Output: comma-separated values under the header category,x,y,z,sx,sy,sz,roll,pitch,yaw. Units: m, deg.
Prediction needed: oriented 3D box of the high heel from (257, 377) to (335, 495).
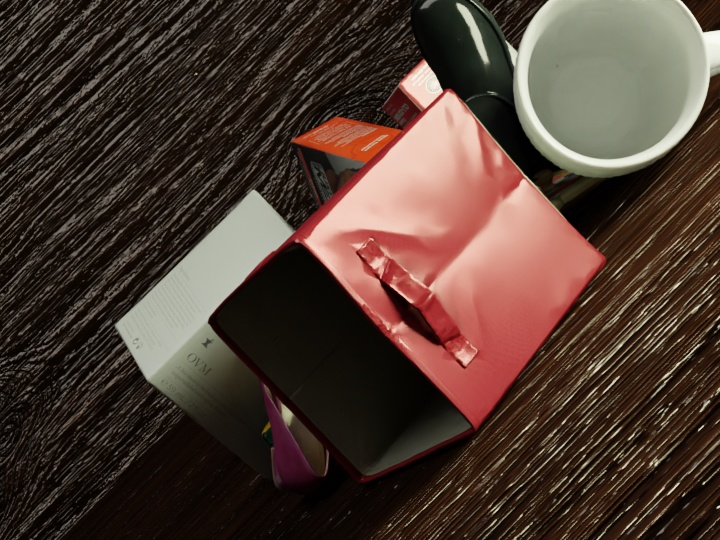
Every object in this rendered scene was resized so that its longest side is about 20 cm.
category,x,y,z,sx,sy,sz,roll,pitch,yaw
high heel,-0.057,0.088,1.032,0.096,0.067,0.202,146,125,-65

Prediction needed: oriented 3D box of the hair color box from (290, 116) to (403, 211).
category,x,y,z,sx,sy,sz,roll,pitch,yaw
hair color box,0.012,-0.078,1.139,0.061,0.102,0.200,-29,22,-18

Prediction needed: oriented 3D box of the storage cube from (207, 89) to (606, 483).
category,x,y,z,sx,sy,sz,roll,pitch,yaw
storage cube,0.029,0.015,0.872,0.180,0.171,0.200,-46,4,-32

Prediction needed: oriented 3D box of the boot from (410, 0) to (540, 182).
category,x,y,z,sx,sy,sz,roll,pitch,yaw
boot,0.095,-0.136,1.045,0.073,0.199,0.163,-24,18,24

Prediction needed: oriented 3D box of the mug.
category,x,y,z,sx,sy,sz,roll,pitch,yaw
mug,0.224,-0.156,1.006,0.198,0.149,0.175,-16,-2,6

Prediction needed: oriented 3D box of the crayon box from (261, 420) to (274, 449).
category,x,y,z,sx,sy,sz,roll,pitch,yaw
crayon box,0.004,0.092,1.134,0.200,0.058,0.119,-43,4,11

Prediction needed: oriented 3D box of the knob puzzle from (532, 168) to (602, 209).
category,x,y,z,sx,sy,sz,roll,pitch,yaw
knob puzzle,0.127,-0.056,1.138,0.218,0.031,0.220,-29,7,4

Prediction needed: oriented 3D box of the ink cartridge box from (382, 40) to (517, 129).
category,x,y,z,sx,sy,sz,roll,pitch,yaw
ink cartridge box,0.149,-0.181,1.456,0.144,0.200,0.084,-45,1,-18

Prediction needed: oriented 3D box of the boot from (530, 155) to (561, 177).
category,x,y,z,sx,sy,sz,roll,pitch,yaw
boot,0.219,-0.141,1.228,0.097,0.075,0.200,-49,3,-18

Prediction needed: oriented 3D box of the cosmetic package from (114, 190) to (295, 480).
category,x,y,z,sx,sy,sz,roll,pitch,yaw
cosmetic package,-0.100,0.068,1.242,0.200,0.199,0.123,-45,37,-2

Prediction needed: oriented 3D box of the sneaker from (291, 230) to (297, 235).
category,x,y,z,sx,sy,sz,roll,pitch,yaw
sneaker,-0.018,0.049,1.041,0.099,0.200,0.071,-50,-32,3
